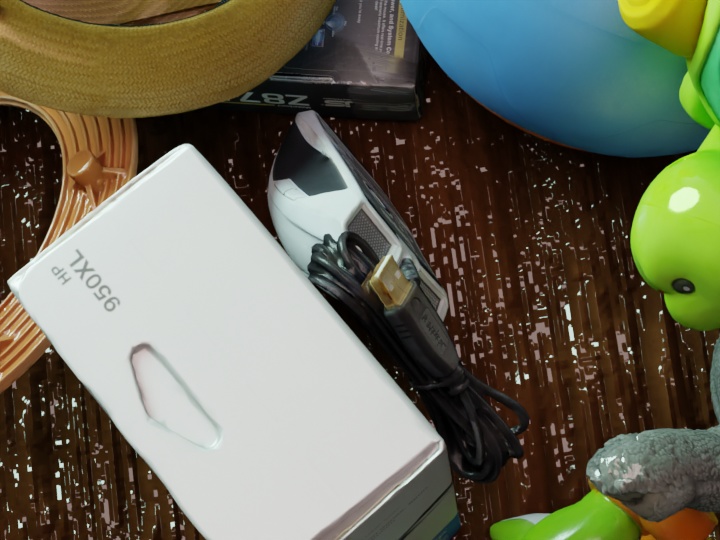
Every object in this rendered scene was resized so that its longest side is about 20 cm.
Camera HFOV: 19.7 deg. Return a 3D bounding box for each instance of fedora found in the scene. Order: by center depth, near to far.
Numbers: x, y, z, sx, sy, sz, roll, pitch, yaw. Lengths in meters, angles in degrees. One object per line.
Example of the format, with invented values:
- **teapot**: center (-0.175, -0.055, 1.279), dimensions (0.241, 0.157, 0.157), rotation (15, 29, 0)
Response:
- **fedora**: center (-0.102, -0.146, 0.840), dimensions (0.200, 0.082, 0.201), rotation (2, 82, -15)

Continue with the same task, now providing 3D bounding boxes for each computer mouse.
- **computer mouse**: center (0.000, 0.000, 0.817), dimensions (0.044, 0.200, 0.110), rotation (-39, 117, 6)

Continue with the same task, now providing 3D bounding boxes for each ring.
- **ring**: center (-0.178, -0.018, 0.851), dimensions (0.200, 0.019, 0.201), rotation (-18, 50, 23)

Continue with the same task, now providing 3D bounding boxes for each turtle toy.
- **turtle toy**: center (0.165, -0.065, 0.705), dimensions (0.200, 0.146, 0.101), rotation (-48, 38, 29)

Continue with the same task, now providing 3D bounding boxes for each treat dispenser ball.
- **treat dispenser ball**: center (0.109, -0.145, 0.824), dimensions (0.201, 0.201, 0.201), rotation (-1, 75, 4)

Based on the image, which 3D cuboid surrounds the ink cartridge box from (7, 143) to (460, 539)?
- **ink cartridge box**: center (-0.039, 0.056, 0.780), dimensions (0.084, 0.200, 0.145), rotation (-40, 76, -6)

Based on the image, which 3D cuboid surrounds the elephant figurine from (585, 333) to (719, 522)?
- **elephant figurine**: center (0.197, 0.034, 0.785), dimensions (0.200, 0.155, 0.142), rotation (17, 100, 1)

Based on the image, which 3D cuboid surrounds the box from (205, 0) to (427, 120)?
- **box**: center (-0.044, -0.171, 0.920), dimensions (0.161, 0.049, 0.200), rotation (3, 75, 7)

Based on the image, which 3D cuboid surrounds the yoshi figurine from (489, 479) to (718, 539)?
- **yoshi figurine**: center (0.060, 0.161, 0.797), dimensions (0.200, 0.112, 0.112), rotation (-35, 82, -3)
